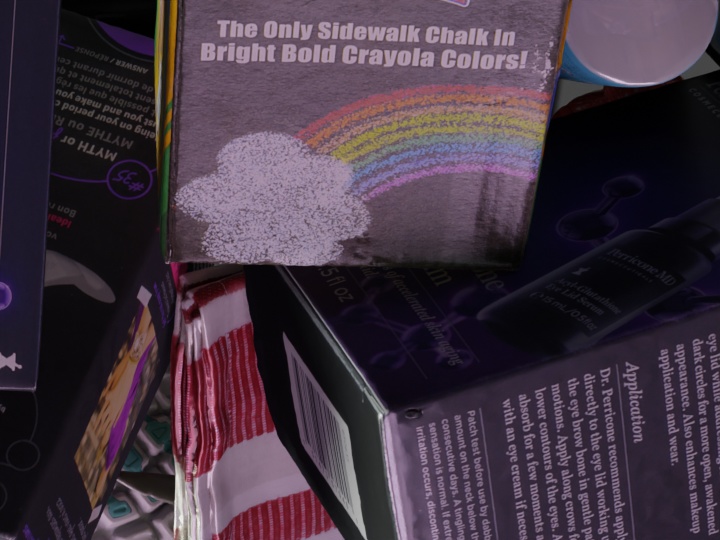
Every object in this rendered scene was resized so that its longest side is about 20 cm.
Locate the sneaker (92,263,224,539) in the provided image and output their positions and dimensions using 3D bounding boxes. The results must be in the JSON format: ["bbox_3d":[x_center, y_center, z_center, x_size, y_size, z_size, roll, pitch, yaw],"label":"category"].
[{"bbox_3d":[-0.096,0.065,1.208,0.091,0.200,0.078,-18,106,46],"label":"sneaker"}]

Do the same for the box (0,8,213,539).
[{"bbox_3d":[-0.133,0.014,1.043,0.122,0.200,0.106,19,151,9],"label":"box"}]

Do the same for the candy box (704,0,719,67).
[{"bbox_3d":[0.214,-0.058,0.993,0.136,0.200,0.061,7,113,-20],"label":"candy box"}]

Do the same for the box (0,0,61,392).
[{"bbox_3d":[-0.166,-0.067,0.918,0.141,0.200,0.079,2,-177,-15],"label":"box"}]

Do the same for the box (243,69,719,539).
[{"bbox_3d":[0.079,0.026,1.011,0.200,0.148,0.104,-18,122,-14],"label":"box"}]

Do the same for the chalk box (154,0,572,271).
[{"bbox_3d":[0.000,-0.112,0.924,0.124,0.124,0.200,2,134,-7],"label":"chalk box"}]

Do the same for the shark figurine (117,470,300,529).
[{"bbox_3d":[-0.013,0.014,1.190,0.089,0.215,0.128,40,176,-2],"label":"shark figurine"}]

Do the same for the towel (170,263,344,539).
[{"bbox_3d":[-0.007,0.079,1.112,0.144,0.023,0.200,-18,120,-34],"label":"towel"}]

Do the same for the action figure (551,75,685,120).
[{"bbox_3d":[0.109,-0.029,1.153,0.065,0.052,0.200,-20,154,-1],"label":"action figure"}]

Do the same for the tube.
[{"bbox_3d":[0.084,-0.084,1.016,0.077,0.050,0.200,2,-179,-2],"label":"tube"}]
